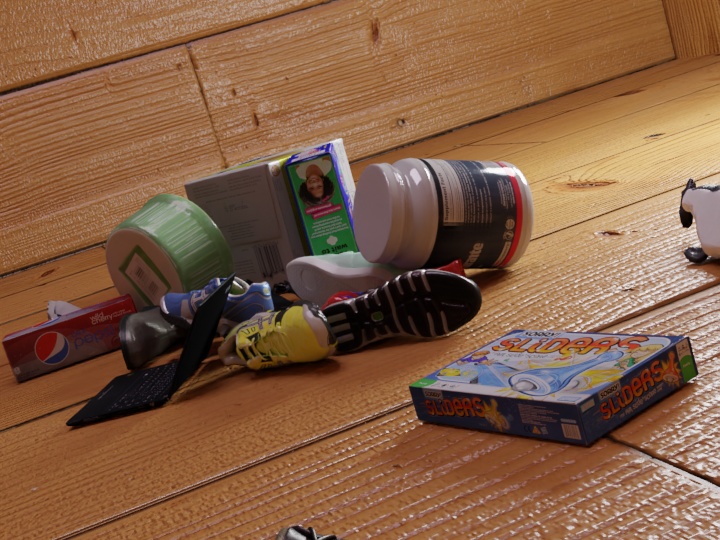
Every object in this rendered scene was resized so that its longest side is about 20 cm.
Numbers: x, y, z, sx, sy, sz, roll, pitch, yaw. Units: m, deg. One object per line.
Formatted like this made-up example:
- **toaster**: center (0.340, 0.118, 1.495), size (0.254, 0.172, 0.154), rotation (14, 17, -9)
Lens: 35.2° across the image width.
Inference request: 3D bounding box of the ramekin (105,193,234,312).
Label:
- **ramekin**: center (-0.299, -0.009, 1.750), size (0.200, 0.200, 0.098), rotation (-7, 22, 44)

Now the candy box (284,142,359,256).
- **candy box**: center (-0.047, -0.081, 1.697), size (0.077, 0.200, 0.169), rotation (-17, 10, 3)

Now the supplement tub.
- **supplement tub**: center (0.105, -0.071, 1.439), size (0.200, 0.141, 0.140), rotation (-1, 4, -23)

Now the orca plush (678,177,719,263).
- **orca plush**: center (0.404, -0.044, 1.242), size (0.105, 0.071, 0.200), rotation (-62, 8, 0)

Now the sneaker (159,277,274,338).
- **sneaker**: center (-0.185, 0.044, 1.494), size (0.200, 0.077, 0.076), rotation (7, 8, 36)

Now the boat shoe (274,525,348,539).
- **boat shoe**: center (-0.037, 0.182, 0.655), size (0.200, 0.065, 0.073), rotation (-14, 9, 7)

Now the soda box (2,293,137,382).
- **soda box**: center (-0.432, 0.100, 1.713), size (0.200, 0.070, 0.063), rotation (-19, 9, -12)

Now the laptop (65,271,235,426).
- **laptop**: center (-0.248, 0.092, 1.367), size (0.200, 0.103, 0.177), rotation (-15, 10, 11)

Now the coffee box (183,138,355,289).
- **coffee box**: center (-0.133, -0.088, 1.872), size (0.200, 0.200, 0.198), rotation (-7, 13, 40)

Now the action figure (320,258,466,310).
- **action figure**: center (0.031, 0.033, 1.394), size (0.200, 0.052, 0.065), rotation (-14, 6, 11)

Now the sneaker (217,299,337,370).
- **sneaker**: center (-0.094, 0.084, 1.287), size (0.076, 0.075, 0.200), rotation (-31, 6, -30)

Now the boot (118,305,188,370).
- **boot**: center (-0.254, 0.077, 1.585), size (0.130, 0.068, 0.200), rotation (-9, 12, 7)

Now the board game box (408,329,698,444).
- **board game box**: center (0.153, 0.090, 0.930), size (0.135, 0.035, 0.200), rotation (-24, 12, -34)

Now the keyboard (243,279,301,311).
- **keyboard**: center (-0.135, 0.042, 1.618), size (0.127, 0.021, 0.200), rotation (-10, 17, -26)

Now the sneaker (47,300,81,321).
- **sneaker**: center (-0.475, 0.090, 1.876), size (0.080, 0.077, 0.200), rotation (-8, 12, -17)

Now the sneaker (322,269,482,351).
- **sneaker**: center (0.057, 0.032, 1.290), size (0.200, 0.076, 0.115), rotation (-12, 8, 28)

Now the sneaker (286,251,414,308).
- **sneaker**: center (0.000, 0.000, 1.536), size (0.200, 0.074, 0.118), rotation (5, 28, 40)
